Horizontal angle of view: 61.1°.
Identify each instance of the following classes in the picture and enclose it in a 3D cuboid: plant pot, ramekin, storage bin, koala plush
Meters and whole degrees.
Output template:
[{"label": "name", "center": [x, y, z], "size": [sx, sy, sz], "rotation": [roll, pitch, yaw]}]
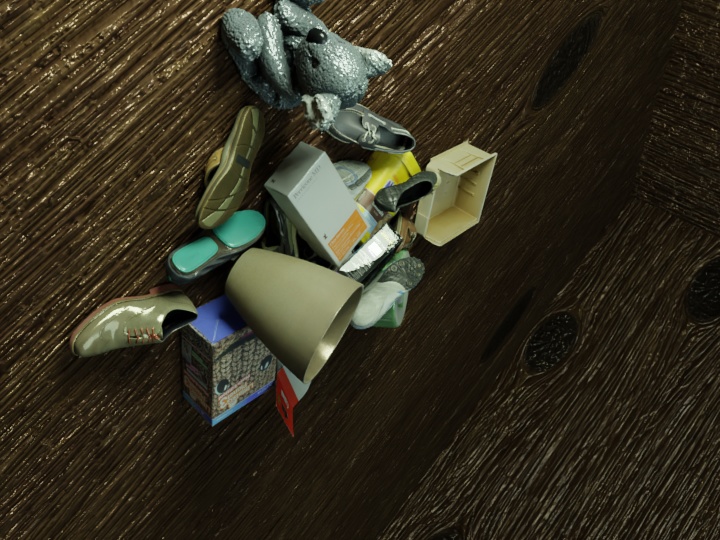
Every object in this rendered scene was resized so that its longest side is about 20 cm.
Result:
[{"label": "plant pot", "center": [-0.124, 0.054, 1.026], "size": [0.190, 0.197, 0.188], "rotation": [-57, 171, -14]}, {"label": "ramekin", "center": [0.053, 0.034, 1.396], "size": [0.200, 0.095, 0.206], "rotation": [7, 90, -77]}, {"label": "storage bin", "center": [0.236, -0.196, 1.549], "size": [0.197, 0.093, 0.204], "rotation": [-31, 142, -40]}, {"label": "koala plush", "center": [-0.063, -0.292, 0.871], "size": [0.178, 0.198, 0.185], "rotation": [-46, 150, -19]}]

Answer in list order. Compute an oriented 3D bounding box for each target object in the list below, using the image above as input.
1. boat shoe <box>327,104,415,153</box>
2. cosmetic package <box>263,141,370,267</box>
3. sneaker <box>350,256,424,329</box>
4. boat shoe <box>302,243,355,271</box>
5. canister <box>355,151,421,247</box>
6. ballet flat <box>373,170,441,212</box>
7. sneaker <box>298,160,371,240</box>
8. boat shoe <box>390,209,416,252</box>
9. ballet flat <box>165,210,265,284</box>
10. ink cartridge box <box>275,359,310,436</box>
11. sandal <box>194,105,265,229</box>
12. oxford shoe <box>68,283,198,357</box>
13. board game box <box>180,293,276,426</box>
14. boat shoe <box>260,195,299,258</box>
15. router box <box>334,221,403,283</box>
[{"label": "boat shoe", "center": [0.021, -0.260, 1.127], "size": [0.196, 0.062, 0.074], "rotation": [10, 102, -38]}, {"label": "cosmetic package", "center": [-0.069, -0.110, 1.060], "size": [0.102, 0.071, 0.201], "rotation": [-51, 139, -13]}, {"label": "sneaker", "center": [0.051, 0.043, 1.273], "size": [0.199, 0.072, 0.072], "rotation": [-40, -179, -13]}, {"label": "boat shoe", "center": [-0.102, -0.006, 1.245], "size": [0.201, 0.074, 0.093], "rotation": [-49, 134, -15]}, {"label": "canister", "center": [0.034, -0.157, 1.278], "size": [0.202, 0.086, 0.148], "rotation": [-54, 152, -3]}, {"label": "ballet flat", "center": [0.104, -0.154, 1.241], "size": [0.198, 0.056, 0.068], "rotation": [-27, 143, -41]}, {"label": "sneaker", "center": [-0.057, -0.137, 1.185], "size": [0.199, 0.074, 0.088], "rotation": [-40, 156, -14]}, {"label": "boat shoe", "center": [0.095, -0.086, 1.352], "size": [0.073, 0.067, 0.201], "rotation": [-57, -170, 24]}, {"label": "ballet flat", "center": [-0.239, -0.036, 0.997], "size": [0.199, 0.072, 0.074], "rotation": [-39, 148, -42]}, {"label": "ink cartridge box", "center": [-0.138, 0.223, 1.294], "size": [0.049, 0.204, 0.164], "rotation": [-8, 143, 3]}, {"label": "sandal", "center": [-0.207, -0.159, 0.938], "size": [0.205, 0.053, 0.080], "rotation": [-71, 158, -6]}, {"label": "oxford shoe", "center": [-0.340, 0.083, 0.932], "size": [0.198, 0.074, 0.072], "rotation": [-30, 143, -40]}, {"label": "board game box", "center": [-0.241, 0.153, 1.136], "size": [0.158, 0.096, 0.204], "rotation": [-29, 140, -41]}, {"label": "boat shoe", "center": [-0.152, -0.050, 1.112], "size": [0.065, 0.071, 0.205], "rotation": [-21, 130, -39]}, {"label": "router box", "center": [0.000, 0.000, 1.192], "size": [0.149, 0.051, 0.200], "rotation": [-44, 175, -17]}]
